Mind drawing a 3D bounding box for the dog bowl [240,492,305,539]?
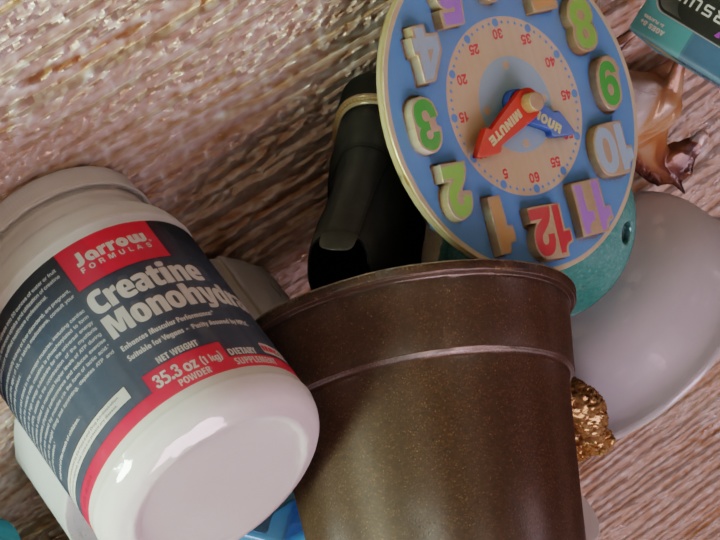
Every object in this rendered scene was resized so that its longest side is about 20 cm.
[{"bbox_3d":[-0.053,0.156,1.674,0.199,0.050,0.111,17,155,-29],"label":"dog bowl"}]

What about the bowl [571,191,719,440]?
[{"bbox_3d":[0.158,0.015,1.824,0.201,0.201,0.090,-43,115,7],"label":"bowl"}]

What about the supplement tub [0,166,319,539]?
[{"bbox_3d":[-0.127,0.052,1.526,0.140,0.200,0.141,-27,146,-19],"label":"supplement tub"}]

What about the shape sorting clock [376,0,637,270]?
[{"bbox_3d":[0.090,-0.096,1.597,0.200,0.201,0.039,-7,179,-41],"label":"shape sorting clock"}]

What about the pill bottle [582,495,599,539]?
[{"bbox_3d":[0.092,0.246,2.083,0.109,0.110,0.200,2,130,-47],"label":"pill bottle"}]

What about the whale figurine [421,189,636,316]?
[{"bbox_3d":[0.104,-0.028,1.680,0.200,0.103,0.160,-6,104,-67],"label":"whale figurine"}]

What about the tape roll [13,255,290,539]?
[{"bbox_3d":[-0.113,0.088,1.710,0.202,0.071,0.203,-26,146,-19],"label":"tape roll"}]

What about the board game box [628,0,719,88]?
[{"bbox_3d":[0.278,-0.189,1.648,0.200,0.151,0.047,-57,146,4],"label":"board game box"}]

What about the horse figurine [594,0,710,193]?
[{"bbox_3d":[0.172,-0.122,1.760,0.200,0.050,0.133,5,123,-50],"label":"horse figurine"}]

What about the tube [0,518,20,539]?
[{"bbox_3d":[-0.287,0.156,1.644,0.077,0.050,0.200,-43,145,17],"label":"tube"}]

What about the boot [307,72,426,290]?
[{"bbox_3d":[0.000,0.000,1.646,0.077,0.139,0.200,3,137,14],"label":"boot"}]

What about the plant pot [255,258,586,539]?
[{"bbox_3d":[0.043,0.120,1.574,0.200,0.199,0.200,-8,161,-3],"label":"plant pot"}]

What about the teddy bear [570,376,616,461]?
[{"bbox_3d":[0.065,0.089,1.782,0.067,0.200,0.145,-49,155,-30],"label":"teddy bear"}]
